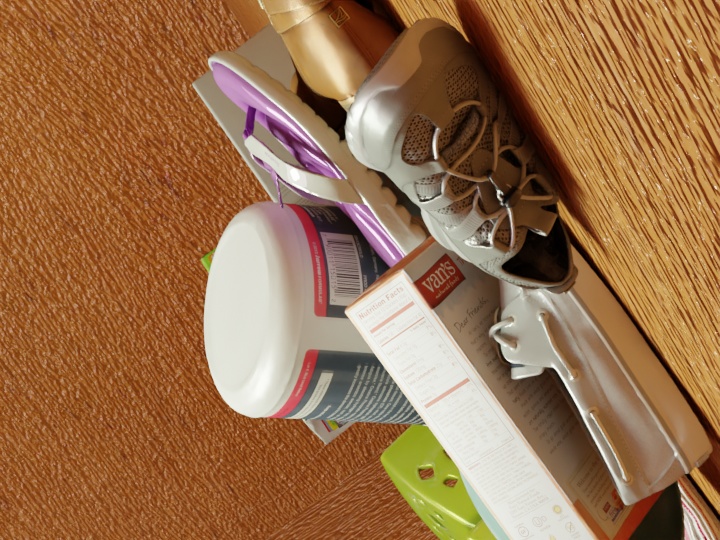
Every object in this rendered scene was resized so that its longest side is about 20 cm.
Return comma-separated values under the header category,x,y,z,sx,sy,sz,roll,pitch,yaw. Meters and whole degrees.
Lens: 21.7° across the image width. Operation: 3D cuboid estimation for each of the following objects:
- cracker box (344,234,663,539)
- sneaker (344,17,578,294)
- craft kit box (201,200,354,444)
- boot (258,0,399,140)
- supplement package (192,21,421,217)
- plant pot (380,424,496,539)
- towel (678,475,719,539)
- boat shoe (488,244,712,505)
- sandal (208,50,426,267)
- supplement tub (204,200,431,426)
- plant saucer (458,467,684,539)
category,x,y,z,sx,sy,sz,roll,pitch,yaw
cracker box,0.095,0.065,1.093,0.201,0.058,0.134,55,-142,-2
sneaker,0.059,-0.049,0.872,0.082,0.075,0.200,36,177,29
craft kit box,0.000,0.000,1.432,0.200,0.197,0.049,54,180,42
boot,-0.028,-0.152,1.148,0.155,0.074,0.200,53,169,-21
supplement package,-0.017,-0.088,1.391,0.200,0.119,0.121,53,-179,43
plant pot,0.173,0.237,2.052,0.181,0.200,0.199,43,172,43
towel,0.219,0.160,1.375,0.147,0.030,0.200,55,180,4
boat shoe,0.108,0.037,1.027,0.201,0.068,0.072,54,180,-1
sandal,-0.028,-0.055,1.158,0.203,0.050,0.082,45,168,3
supplement tub,0.007,0.031,1.256,0.198,0.141,0.141,5,-154,-26
plant saucer,0.120,0.119,1.157,0.199,0.036,0.201,29,-136,-31
